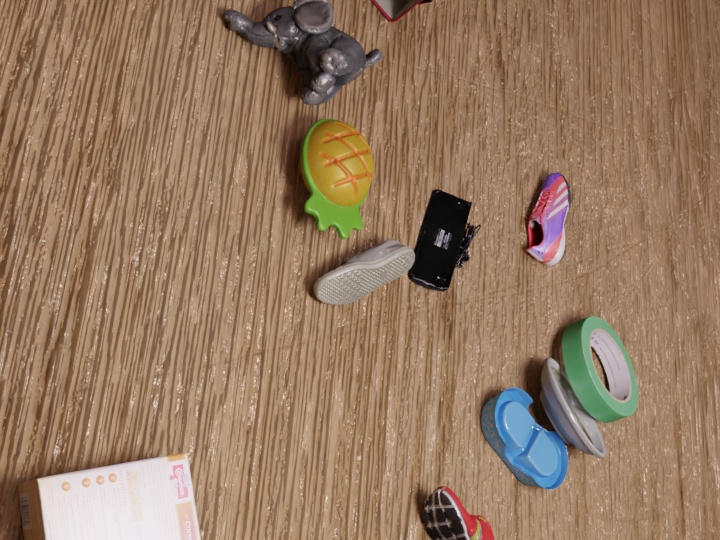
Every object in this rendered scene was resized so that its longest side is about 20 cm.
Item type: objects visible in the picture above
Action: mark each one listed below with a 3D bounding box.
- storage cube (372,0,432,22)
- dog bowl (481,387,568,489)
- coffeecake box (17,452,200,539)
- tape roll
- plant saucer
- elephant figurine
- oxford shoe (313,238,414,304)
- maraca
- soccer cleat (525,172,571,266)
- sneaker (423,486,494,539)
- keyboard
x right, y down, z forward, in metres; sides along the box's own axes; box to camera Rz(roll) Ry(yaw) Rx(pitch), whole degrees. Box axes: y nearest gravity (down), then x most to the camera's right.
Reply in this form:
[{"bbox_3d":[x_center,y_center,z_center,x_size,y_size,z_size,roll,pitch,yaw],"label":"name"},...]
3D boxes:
[{"bbox_3d":[0.092,-0.599,1.755,0.200,0.171,0.180,47,50,-16],"label":"storage cube"},{"bbox_3d":[0.286,0.298,1.688,0.200,0.049,0.112,51,51,-13],"label":"dog bowl"},{"bbox_3d":[-0.304,0.319,1.184,0.199,0.073,0.155,-2,76,-39],"label":"coffeecake box"},{"bbox_3d":[0.459,0.188,1.837,0.200,0.048,0.201,30,47,-37],"label":"tape roll"},{"bbox_3d":[0.373,0.256,1.741,0.200,0.050,0.200,52,17,-23],"label":"plant saucer"},{"bbox_3d":[-0.094,-0.382,1.568,0.200,0.141,0.155,51,20,6],"label":"elephant figurine"},{"bbox_3d":[0.000,0.000,1.556,0.199,0.076,0.058,-24,49,-34],"label":"oxford shoe"},{"bbox_3d":[-0.039,-0.149,1.536,0.137,0.107,0.201,17,65,-32],"label":"maraca"},{"bbox_3d":[0.365,-0.111,1.883,0.073,0.068,0.201,21,65,-27],"label":"soccer cleat"},{"bbox_3d":[0.169,0.418,1.545,0.085,0.077,0.201,-49,117,-44],"label":"sneaker"},{"bbox_3d":[0.150,-0.044,1.714,0.104,0.040,0.201,22,61,-5],"label":"keyboard"}]
